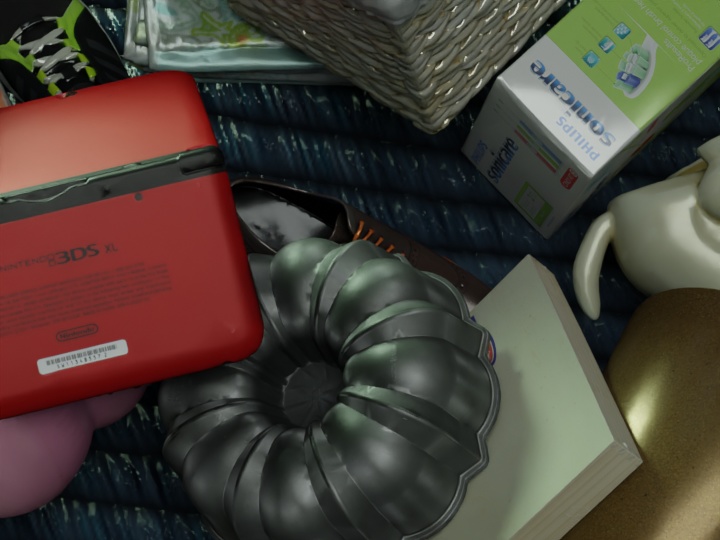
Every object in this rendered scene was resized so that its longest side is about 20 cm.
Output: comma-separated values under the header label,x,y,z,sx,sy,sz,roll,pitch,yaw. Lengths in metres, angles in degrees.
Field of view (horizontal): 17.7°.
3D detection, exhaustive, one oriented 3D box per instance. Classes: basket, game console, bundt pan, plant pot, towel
label,x,y,z,sx,sy,sz,roll,pitch,yaw
basket,0.023,-0.217,1.338,0.198,0.161,0.200,34,72,27
game console,-0.170,-0.014,1.303,0.200,0.119,0.172,-14,92,-6
bundt pan,-0.027,0.069,1.296,0.202,0.076,0.202,-8,66,19
plant pot,0.179,0.143,1.286,0.186,0.186,0.200,38,60,4
towel,-0.049,-0.202,1.461,0.200,0.048,0.171,1,77,-6

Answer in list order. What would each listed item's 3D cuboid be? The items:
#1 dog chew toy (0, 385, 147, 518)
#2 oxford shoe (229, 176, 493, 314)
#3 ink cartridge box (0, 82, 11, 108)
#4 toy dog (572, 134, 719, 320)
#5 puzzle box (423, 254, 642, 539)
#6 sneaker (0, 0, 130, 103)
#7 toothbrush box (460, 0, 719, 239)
label,x,y,z,sx,sy,sz,roll,pitch,yaw
dog chew toy,-0.179,0.051,1.350,0.200,0.125,0.125,-41,83,-22
oxford shoe,0.000,0.000,1.401,0.200,0.073,0.071,21,75,0
ink cartridge box,-0.320,-0.104,1.358,0.200,0.050,0.162,-33,125,-15
toy dog,0.247,0.018,1.389,0.194,0.140,0.200,-27,84,-17
puzzle box,0.081,0.089,1.313,0.025,0.200,0.133,36,109,-27
sneaker,-0.165,-0.110,1.406,0.072,0.083,0.200,-34,81,-13
toothbrush box,0.167,-0.129,1.414,0.200,0.146,0.086,-41,84,-15
